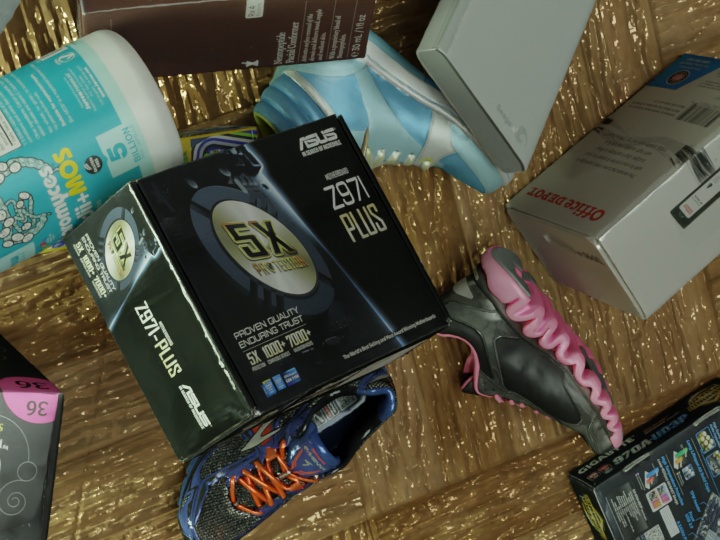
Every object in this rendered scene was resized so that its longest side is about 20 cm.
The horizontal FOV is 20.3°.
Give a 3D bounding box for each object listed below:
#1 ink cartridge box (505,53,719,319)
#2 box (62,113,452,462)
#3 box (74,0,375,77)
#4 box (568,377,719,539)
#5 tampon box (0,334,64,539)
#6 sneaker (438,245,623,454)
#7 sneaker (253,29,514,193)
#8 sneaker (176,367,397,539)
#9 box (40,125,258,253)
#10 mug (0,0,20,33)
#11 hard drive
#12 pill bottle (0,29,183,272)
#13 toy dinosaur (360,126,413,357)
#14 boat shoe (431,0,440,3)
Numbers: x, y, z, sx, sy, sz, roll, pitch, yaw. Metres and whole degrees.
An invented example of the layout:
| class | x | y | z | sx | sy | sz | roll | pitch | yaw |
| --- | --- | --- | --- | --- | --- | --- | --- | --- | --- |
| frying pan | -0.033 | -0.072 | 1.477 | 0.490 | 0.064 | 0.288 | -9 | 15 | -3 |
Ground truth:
| class | x | y | z | sx | sy | sz | roll | pitch | yaw |
| --- | --- | --- | --- | --- | --- | --- | --- | --- | --- |
| ink cartridge box | 0.230 | -0.068 | 1.521 | 0.200 | 0.146 | 0.084 | -40 | 114 | -11 |
| box | -0.062 | 0.007 | 1.297 | 0.200 | 0.086 | 0.164 | -22 | 81 | -46 |
| box | -0.092 | -0.187 | 1.354 | 0.199 | 0.100 | 0.075 | -5 | 68 | -8 |
| box | 0.276 | 0.213 | 1.647 | 0.159 | 0.046 | 0.201 | -31 | 110 | -15 |
| tampon box | -0.293 | 0.111 | 1.299 | 0.149 | 0.200 | 0.127 | 4 | 98 | -24 |
| sneaker | 0.126 | 0.076 | 1.554 | 0.095 | 0.079 | 0.200 | -35 | 112 | 10 |
| sneaker | 0.008 | -0.087 | 1.461 | 0.200 | 0.080 | 0.131 | 36 | 83 | -15 |
| sneaker | -0.053 | 0.131 | 1.473 | 0.200 | 0.078 | 0.075 | -44 | 112 | -11 |
| box | -0.171 | -0.056 | 1.392 | 0.199 | 0.070 | 0.065 | -11 | 99 | -21 |
| mug | -0.267 | -0.225 | 1.270 | 0.147 | 0.176 | 0.200 | 22 | 55 | -2 |
| hard drive | 0.114 | -0.190 | 1.454 | 0.132 | 0.026 | 0.200 | 50 | 52 | -38 |
| pill bottle | -0.221 | -0.064 | 1.274 | 0.200 | 0.111 | 0.111 | -29 | 109 | -15 |
| toy dinosaur | 0.000 | 0.000 | 1.429 | 0.058 | 0.101 | 0.200 | -18 | 143 | -9 |
| boat shoe | 0.044 | -0.246 | 1.451 | 0.200 | 0.068 | 0.075 | 26 | 88 | -25 |
